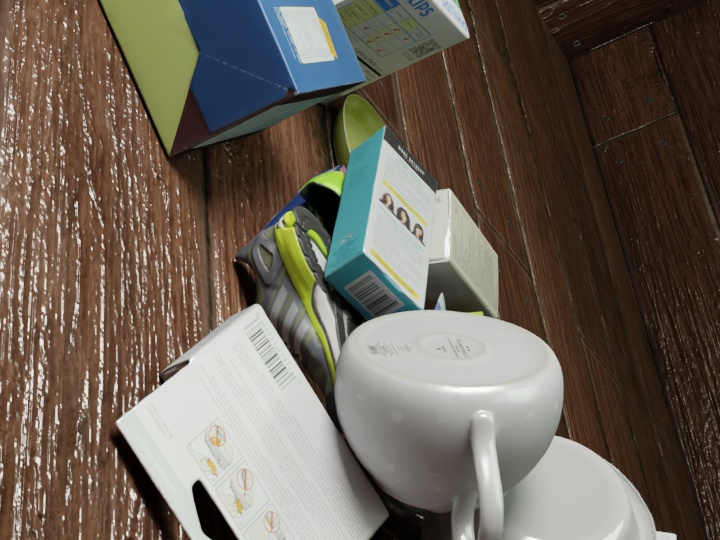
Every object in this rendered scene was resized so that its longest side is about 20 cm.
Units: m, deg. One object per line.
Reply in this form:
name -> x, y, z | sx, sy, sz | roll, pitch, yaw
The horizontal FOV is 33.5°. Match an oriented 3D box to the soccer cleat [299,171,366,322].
soccer cleat -> 0.000, 0.000, 1.140 | 0.081, 0.067, 0.201 | -15, 77, -59

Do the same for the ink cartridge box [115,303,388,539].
ink cartridge box -> -0.082, 0.152, 0.881 | 0.173, 0.043, 0.201 | -40, 101, -48

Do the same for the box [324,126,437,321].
box -> 0.022, -0.041, 1.095 | 0.082, 0.049, 0.201 | 44, 31, -24

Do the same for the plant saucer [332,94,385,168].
plant saucer -> 0.015, -0.116, 1.463 | 0.200, 0.031, 0.201 | 54, 25, -39

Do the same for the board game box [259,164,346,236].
board game box -> -0.015, 0.011, 1.232 | 0.200, 0.043, 0.200 | 65, 21, -13

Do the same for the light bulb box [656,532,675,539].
light bulb box -> 0.193, 0.335, 1.143 | 0.198, 0.198, 0.126 | -50, 145, -68

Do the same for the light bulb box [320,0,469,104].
light bulb box -> -0.013, -0.302, 1.328 | 0.198, 0.199, 0.126 | 23, 48, -64

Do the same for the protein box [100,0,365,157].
protein box -> -0.116, -0.228, 1.075 | 0.200, 0.134, 0.200 | 66, 20, -4

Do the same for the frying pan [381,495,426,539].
frying pan -> 0.055, 0.236, 1.100 | 0.190, 0.114, 0.031 | -74, 179, -63

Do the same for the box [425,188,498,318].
box -> 0.103, -0.012, 1.444 | 0.200, 0.077, 0.096 | 46, 43, -57

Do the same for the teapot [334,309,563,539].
teapot -> 0.068, 0.129, 0.960 | 0.199, 0.196, 0.147 | -21, 120, -53

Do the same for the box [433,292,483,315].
box -> 0.108, 0.134, 1.223 | 0.122, 0.047, 0.202 | -58, 142, -72

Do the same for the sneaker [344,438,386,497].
sneaker -> -0.013, 0.172, 1.018 | 0.071, 0.075, 0.200 | 69, 19, 2

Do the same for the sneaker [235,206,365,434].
sneaker -> -0.045, 0.050, 1.051 | 0.074, 0.080, 0.202 | -11, 81, -63

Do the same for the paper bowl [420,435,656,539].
paper bowl -> 0.154, 0.222, 1.030 | 0.202, 0.199, 0.105 | -88, -177, -49
